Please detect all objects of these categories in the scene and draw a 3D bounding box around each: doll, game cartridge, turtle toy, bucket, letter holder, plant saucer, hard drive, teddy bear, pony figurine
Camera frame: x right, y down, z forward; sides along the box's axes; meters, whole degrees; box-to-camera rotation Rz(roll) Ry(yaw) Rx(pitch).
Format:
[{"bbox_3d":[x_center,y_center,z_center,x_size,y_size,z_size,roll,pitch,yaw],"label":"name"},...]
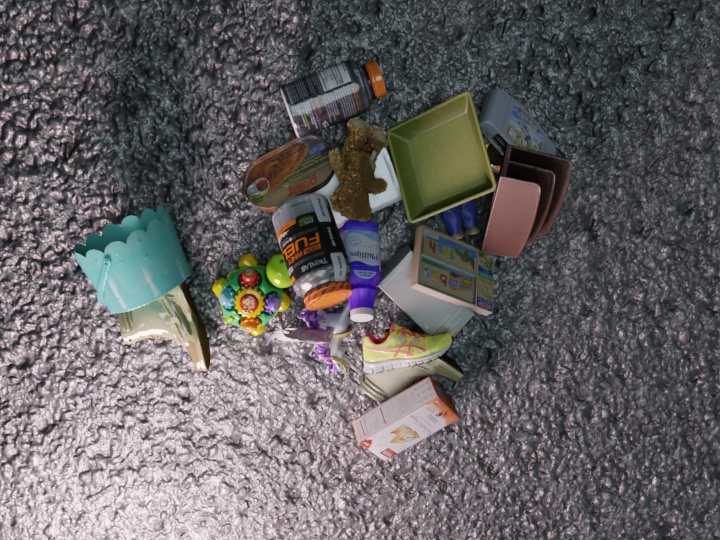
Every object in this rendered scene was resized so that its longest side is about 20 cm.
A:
[{"bbox_3d":[0.188,-0.168,1.386,0.134,0.049,0.204,-16,101,0],"label":"doll"},{"bbox_3d":[0.322,-0.269,1.343,0.199,0.041,0.135,40,53,-19],"label":"game cartridge"},{"bbox_3d":[-0.209,0.042,1.362,0.200,0.101,0.146,-42,101,3],"label":"turtle toy"},{"bbox_3d":[-0.437,-0.021,1.284,0.203,0.208,0.137,-21,110,-1],"label":"bucket"},{"bbox_3d":[0.330,-0.125,1.314,0.139,0.102,0.202,14,139,9],"label":"letter holder"},{"bbox_3d":[0.165,-0.219,1.322,0.197,0.048,0.204,-20,79,31],"label":"plant saucer"},{"bbox_3d":[-0.022,-0.172,1.379,0.197,0.025,0.134,-24,101,-1],"label":"hard drive"},{"bbox_3d":[-0.006,-0.200,1.319,0.143,0.066,0.205,-6,99,-42],"label":"teddy bear"},{"bbox_3d":[-0.080,0.108,1.373,0.189,0.166,0.205,13,83,-19],"label":"pony figurine"}]

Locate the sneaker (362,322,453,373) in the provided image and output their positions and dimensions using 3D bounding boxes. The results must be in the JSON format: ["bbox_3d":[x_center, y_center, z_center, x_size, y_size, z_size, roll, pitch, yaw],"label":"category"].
[{"bbox_3d":[0.093,0.149,1.361,0.196,0.078,0.092,-14,91,8],"label":"sneaker"}]

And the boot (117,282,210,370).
[{"bbox_3d":[-0.407,0.132,1.376,0.152,0.073,0.204,-20,100,-2],"label":"boot"}]

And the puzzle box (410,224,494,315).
[{"bbox_3d":[0.193,0.001,1.367,0.197,0.025,0.136,19,64,-26],"label":"puzzle box"}]

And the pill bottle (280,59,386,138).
[{"bbox_3d":[-0.050,-0.344,1.304,0.196,0.106,0.108,-21,102,-1],"label":"pill bottle"}]

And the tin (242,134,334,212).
[{"bbox_3d":[-0.142,-0.194,1.338,0.197,0.042,0.114,-26,72,0],"label":"tin"}]

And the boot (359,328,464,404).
[{"bbox_3d":[0.111,0.235,1.442,0.197,0.072,0.157,25,97,-4],"label":"boot"}]

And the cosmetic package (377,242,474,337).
[{"bbox_3d":[0.134,0.051,1.403,0.199,0.090,0.107,41,97,-14],"label":"cosmetic package"}]

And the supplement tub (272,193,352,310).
[{"bbox_3d":[-0.090,-0.035,1.288,0.120,0.123,0.204,-20,73,-1],"label":"supplement tub"}]

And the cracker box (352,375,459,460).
[{"bbox_3d":[0.098,0.319,1.415,0.198,0.058,0.134,-32,140,11],"label":"cracker box"}]

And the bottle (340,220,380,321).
[{"bbox_3d":[0.000,0.000,1.345,0.082,0.065,0.204,5,67,-15],"label":"bottle"}]

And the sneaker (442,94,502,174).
[{"bbox_3d":[0.245,-0.281,1.354,0.200,0.082,0.078,42,95,-9],"label":"sneaker"}]
